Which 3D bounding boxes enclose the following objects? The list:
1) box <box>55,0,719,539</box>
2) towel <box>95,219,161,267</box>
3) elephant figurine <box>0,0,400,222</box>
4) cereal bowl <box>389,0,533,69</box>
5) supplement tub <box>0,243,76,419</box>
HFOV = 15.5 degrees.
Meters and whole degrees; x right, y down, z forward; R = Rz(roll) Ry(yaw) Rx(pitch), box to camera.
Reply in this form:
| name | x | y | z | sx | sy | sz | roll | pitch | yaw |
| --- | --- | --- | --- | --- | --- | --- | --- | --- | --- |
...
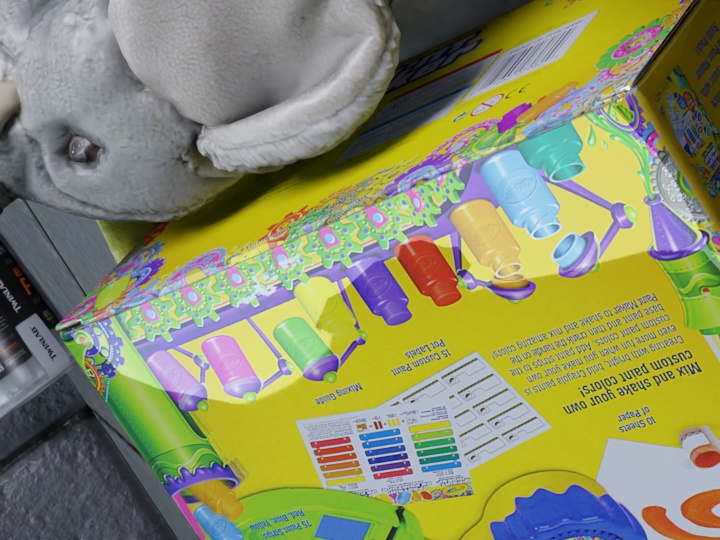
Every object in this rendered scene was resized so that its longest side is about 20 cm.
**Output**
| name | x | y | z | sx | sy | sz | roll | pitch | yaw |
| --- | --- | --- | --- | --- | --- | --- | --- | --- | --- |
| box | 0.063 | 0.035 | 0.722 | 0.200 | 0.122 | 0.193 | -21 | 108 | 37 |
| towel | -0.050 | -0.002 | 0.791 | 0.086 | 0.018 | 0.200 | -29 | -85 | -60 |
| elephant figurine | -0.045 | -0.076 | 0.705 | 0.155 | 0.141 | 0.200 | 10 | 109 | 37 |
| cereal bowl | -0.023 | -0.116 | 0.834 | 0.200 | 0.083 | 0.200 | 161 | 90 | -74 |
| supplement tub | -0.392 | 0.046 | 2.732 | 0.200 | 0.122 | 0.123 | 54 | 168 | -1 |
